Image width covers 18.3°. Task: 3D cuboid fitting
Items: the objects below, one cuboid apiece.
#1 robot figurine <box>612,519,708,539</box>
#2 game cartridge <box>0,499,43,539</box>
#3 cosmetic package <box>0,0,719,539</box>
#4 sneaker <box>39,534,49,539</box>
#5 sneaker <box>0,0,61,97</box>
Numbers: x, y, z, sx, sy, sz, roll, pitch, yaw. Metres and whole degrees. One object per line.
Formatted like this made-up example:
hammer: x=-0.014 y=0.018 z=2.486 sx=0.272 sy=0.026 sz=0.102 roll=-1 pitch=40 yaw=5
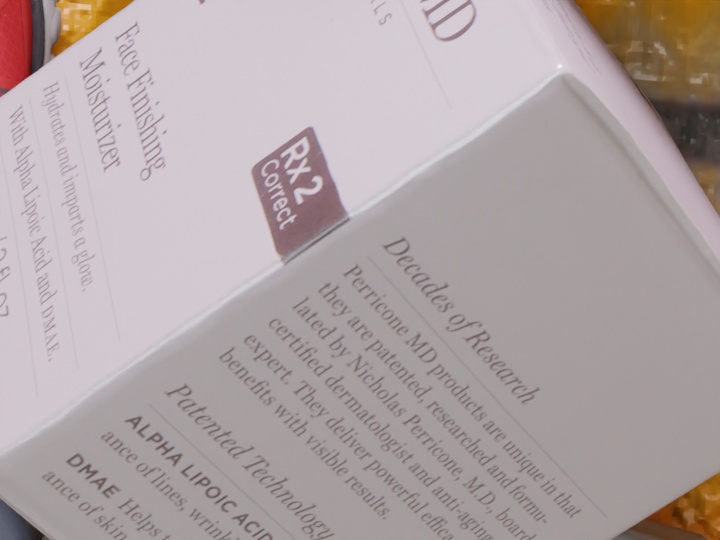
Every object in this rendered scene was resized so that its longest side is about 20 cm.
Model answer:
robot figurine: x=0.075 y=0.138 z=0.775 sx=0.200 sy=0.113 sz=0.170 roll=15 pitch=145 yaw=2
game cartridge: x=-0.182 y=0.158 z=0.772 sx=0.200 sy=0.042 sz=0.133 roll=-42 pitch=123 yaw=-27
cosmetic package: x=0.000 y=0.000 z=0.694 sx=0.200 sy=0.165 sz=0.165 roll=-35 pitch=128 yaw=12
sneaker: x=-0.063 y=0.174 z=0.805 sx=0.075 sy=0.081 sz=0.200 roll=-21 pitch=102 yaw=-9
sneaker: x=-0.146 y=-0.052 z=0.757 sx=0.077 sy=0.085 sz=0.200 roll=-4 pitch=103 yaw=17
